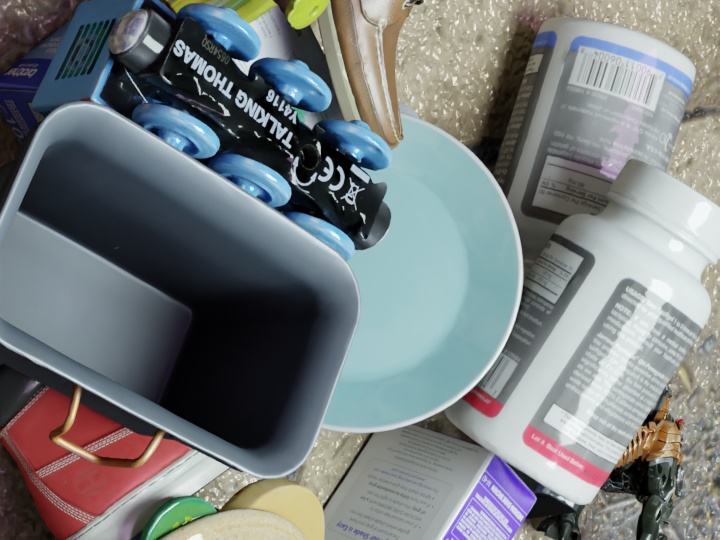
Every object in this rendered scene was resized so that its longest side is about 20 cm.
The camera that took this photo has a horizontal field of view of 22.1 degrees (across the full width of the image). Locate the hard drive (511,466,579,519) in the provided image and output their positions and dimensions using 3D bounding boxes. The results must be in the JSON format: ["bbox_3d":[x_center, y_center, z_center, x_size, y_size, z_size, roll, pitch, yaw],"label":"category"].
[{"bbox_3d":[0.163,0.075,1.282,0.033,0.140,0.201,29,77,-4],"label":"hard drive"}]

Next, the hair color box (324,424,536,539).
[{"bbox_3d":[0.014,0.201,1.191,0.200,0.109,0.065,-55,128,-18],"label":"hair color box"}]

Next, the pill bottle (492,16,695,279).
[{"bbox_3d":[0.147,-0.060,1.253,0.114,0.114,0.201,21,85,-40],"label":"pill bottle"}]

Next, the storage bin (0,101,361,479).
[{"bbox_3d":[-0.126,0.026,0.931,0.200,0.134,0.146,31,68,-29],"label":"storage bin"}]

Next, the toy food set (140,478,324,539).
[{"bbox_3d":[-0.104,0.213,1.044,0.197,0.049,0.201,-4,120,-45],"label":"toy food set"}]

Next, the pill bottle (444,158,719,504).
[{"bbox_3d":[0.148,0.035,1.147,0.111,0.111,0.200,32,92,-39],"label":"pill bottle"}]

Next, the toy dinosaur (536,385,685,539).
[{"bbox_3d":[0.190,0.141,1.328,0.200,0.102,0.136,24,86,-50],"label":"toy dinosaur"}]

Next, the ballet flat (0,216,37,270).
[{"bbox_3d":[-0.255,0.022,0.964,0.199,0.068,0.067,-20,139,-33],"label":"ballet flat"}]

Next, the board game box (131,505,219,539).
[{"bbox_3d":[-0.134,0.233,1.114,0.151,0.047,0.201,33,77,-39],"label":"board game box"}]

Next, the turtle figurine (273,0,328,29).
[{"bbox_3d":[-0.073,-0.200,0.976,0.161,0.064,0.200,43,64,11],"label":"turtle figurine"}]

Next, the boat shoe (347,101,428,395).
[{"bbox_3d":[0.012,-0.006,1.184,0.068,0.071,0.201,38,54,-72],"label":"boat shoe"}]

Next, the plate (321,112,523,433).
[{"bbox_3d":[0.000,0.000,1.132,0.199,0.026,0.201,0,81,1],"label":"plate"}]

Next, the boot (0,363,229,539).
[{"bbox_3d":[-0.118,0.057,1.053,0.200,0.072,0.145,-33,87,-24],"label":"boot"}]

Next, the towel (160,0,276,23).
[{"bbox_3d":[-0.119,-0.216,1.007,0.086,0.018,0.200,-40,93,-32],"label":"towel"}]

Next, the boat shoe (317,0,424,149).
[{"bbox_3d":[0.006,-0.164,1.043,0.068,0.072,0.201,-12,104,3],"label":"boat shoe"}]

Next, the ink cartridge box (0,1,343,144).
[{"bbox_3d":[-0.116,-0.088,1.050,0.200,0.076,0.137,-44,122,-27],"label":"ink cartridge box"}]

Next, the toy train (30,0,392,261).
[{"bbox_3d":[-0.071,-0.070,0.969,0.200,0.114,0.087,38,66,-37],"label":"toy train"}]
